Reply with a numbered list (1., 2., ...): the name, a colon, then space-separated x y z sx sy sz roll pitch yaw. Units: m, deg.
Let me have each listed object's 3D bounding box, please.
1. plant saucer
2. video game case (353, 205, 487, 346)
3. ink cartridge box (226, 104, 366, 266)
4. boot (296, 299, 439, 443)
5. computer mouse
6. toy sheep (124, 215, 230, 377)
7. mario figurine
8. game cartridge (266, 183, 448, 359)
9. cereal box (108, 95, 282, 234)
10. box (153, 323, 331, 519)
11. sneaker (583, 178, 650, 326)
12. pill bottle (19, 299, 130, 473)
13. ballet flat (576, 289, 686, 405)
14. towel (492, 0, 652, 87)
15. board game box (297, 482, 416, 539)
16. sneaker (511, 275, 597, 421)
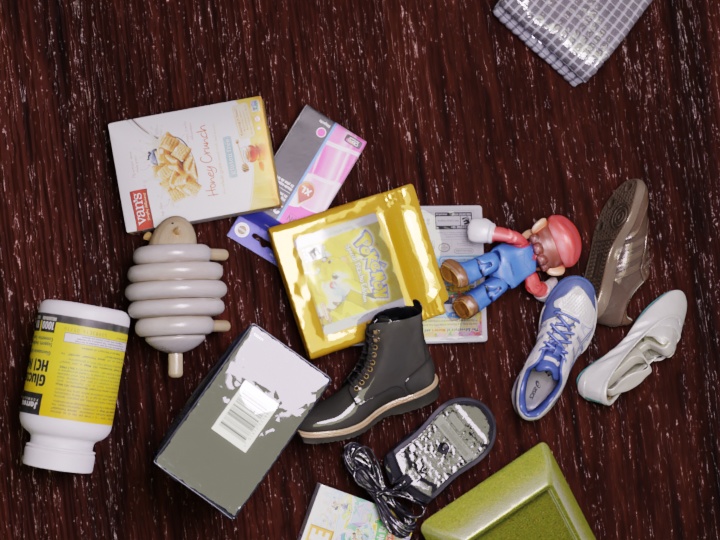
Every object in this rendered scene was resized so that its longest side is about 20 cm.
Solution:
1. plant saucer: 0.207 0.357 1.739 0.200 0.048 0.200 -32 108 -11
2. video game case: 0.065 0.006 1.784 0.200 0.024 0.182 -1 86 -11
3. ink cartridge box: -0.082 -0.107 1.762 0.095 0.037 0.200 31 83 -6
4. boot: -0.002 0.124 1.709 0.200 0.077 0.138 -23 121 -22
5. computer mouse: 0.085 0.238 1.749 0.200 0.053 0.139 -33 83 -15
6. toy sheep: -0.225 0.031 1.673 0.138 0.138 0.200 -4 84 -10
7. mario figurine: 0.199 -0.011 1.783 0.200 0.124 0.106 -24 50 -19
8. game cartridge: 0.000 0.000 1.740 0.200 0.032 0.176 -19 92 -11
9. cereal box: -0.209 -0.133 1.720 0.200 0.040 0.144 -11 87 1
10. box: -0.149 0.180 1.642 0.123 0.198 0.200 36 80 -3
11. sneaker: 0.355 -0.022 1.825 0.075 0.070 0.200 21 87 -24
12. pill bottle: -0.352 0.142 1.653 0.112 0.112 0.200 10 83 -9
13. ballet flat: 0.376 0.109 1.804 0.200 0.069 0.069 -41 93 -9
14. towel: 0.299 -0.374 1.825 0.166 0.086 0.200 39 80 -6
15. board game box: -0.025 0.388 1.730 0.134 0.034 0.200 20 82 -7
16. sneaker: 0.256 0.105 1.751 0.075 0.088 0.200 19 97 4
